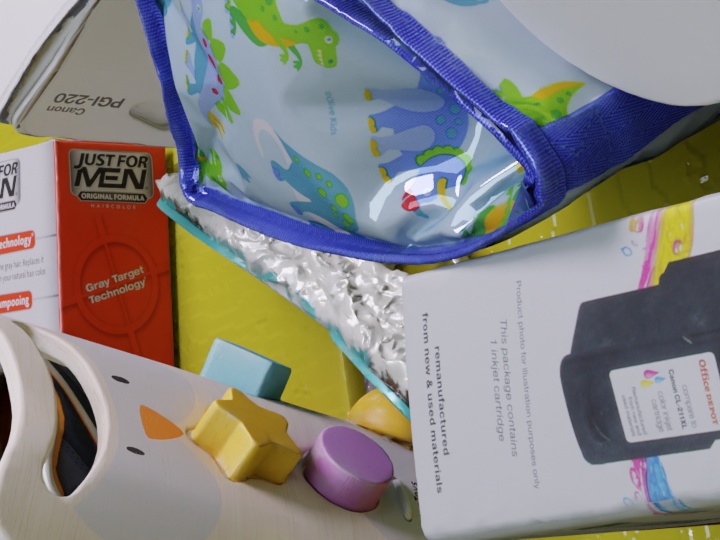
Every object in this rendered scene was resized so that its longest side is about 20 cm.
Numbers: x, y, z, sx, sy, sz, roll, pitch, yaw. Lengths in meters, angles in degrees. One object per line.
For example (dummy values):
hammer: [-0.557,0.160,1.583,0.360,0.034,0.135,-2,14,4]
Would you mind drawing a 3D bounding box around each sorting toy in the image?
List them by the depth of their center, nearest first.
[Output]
sorting toy: [-0.063,0.081,0.931,0.107,0.180,0.200,-48,34,21]

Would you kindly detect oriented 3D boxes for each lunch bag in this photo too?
lunch bag: [0.049,-0.082,0.813,0.200,0.170,0.128,22,135,48]

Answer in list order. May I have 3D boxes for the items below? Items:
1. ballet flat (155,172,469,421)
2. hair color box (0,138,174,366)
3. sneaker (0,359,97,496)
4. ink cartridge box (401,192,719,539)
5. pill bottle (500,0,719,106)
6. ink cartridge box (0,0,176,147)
ballet flat: [0.000,0.000,0.992,0.200,0.072,0.072,39,118,43]
hair color box: [-0.130,0.049,1.147,0.101,0.061,0.200,-8,84,51]
sneaker: [-0.110,0.114,1.034,0.078,0.079,0.200,-41,68,23]
ink cartridge box: [0.131,0.025,0.743,0.200,0.146,0.083,-16,76,50]
pill bottle: [0.116,-0.147,0.713,0.120,0.120,0.200,6,52,52]
ink cartridge box: [-0.095,-0.150,1.040,0.085,0.145,0.200,-48,53,39]
